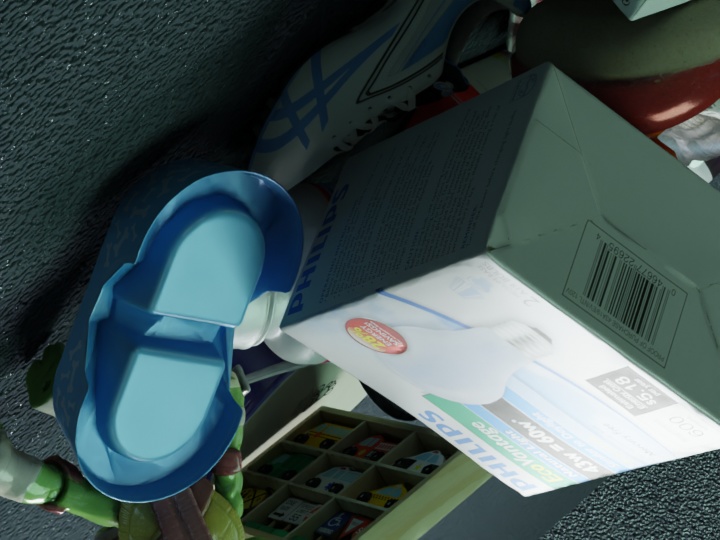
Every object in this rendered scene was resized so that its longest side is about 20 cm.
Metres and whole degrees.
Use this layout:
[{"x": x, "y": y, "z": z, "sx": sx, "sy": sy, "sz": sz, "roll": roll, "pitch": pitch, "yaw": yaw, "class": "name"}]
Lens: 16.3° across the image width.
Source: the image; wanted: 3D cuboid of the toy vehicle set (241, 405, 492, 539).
[{"x": -0.016, "y": 0.143, "z": 1.610, "sx": 0.124, "sy": 0.027, "sz": 0.200, "roll": -38, "pitch": -159, "yaw": -23, "class": "toy vehicle set"}]

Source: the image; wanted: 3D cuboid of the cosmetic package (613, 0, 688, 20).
[{"x": 0.222, "y": -0.219, "z": 1.342, "sx": 0.199, "sy": 0.052, "sz": 0.151, "roll": -23, "pitch": 159, "yaw": -48, "class": "cosmetic package"}]

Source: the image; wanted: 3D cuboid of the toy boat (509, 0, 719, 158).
[{"x": 0.157, "y": -0.091, "z": 1.435, "sx": 0.129, "sy": 0.132, "sz": 0.200, "roll": -2, "pitch": -176, "yaw": 14, "class": "toy boat"}]

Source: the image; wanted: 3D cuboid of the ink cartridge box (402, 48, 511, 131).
[{"x": 0.082, "y": -0.084, "z": 1.683, "sx": 0.199, "sy": 0.067, "sz": 0.116, "roll": -27, "pitch": 158, "yaw": -47, "class": "ink cartridge box"}]

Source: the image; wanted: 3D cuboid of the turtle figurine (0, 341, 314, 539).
[{"x": -0.134, "y": 0.114, "z": 1.538, "sx": 0.144, "sy": 0.193, "sz": 0.201, "roll": -27, "pitch": -140, "yaw": 46, "class": "turtle figurine"}]

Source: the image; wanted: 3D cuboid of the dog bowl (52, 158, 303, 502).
[{"x": -0.107, "y": 0.029, "z": 1.406, "sx": 0.111, "sy": 0.049, "sz": 0.201, "roll": 11, "pitch": 105, "yaw": -41, "class": "dog bowl"}]

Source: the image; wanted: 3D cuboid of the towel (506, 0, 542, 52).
[{"x": 0.166, "y": -0.225, "z": 1.595, "sx": 0.200, "sy": 0.030, "sz": 0.146, "roll": -40, "pitch": 167, "yaw": -9, "class": "towel"}]

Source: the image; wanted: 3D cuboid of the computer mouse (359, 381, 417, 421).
[{"x": 0.066, "y": 0.073, "z": 1.643, "sx": 0.046, "sy": 0.141, "sz": 0.200, "roll": -41, "pitch": 180, "yaw": 34, "class": "computer mouse"}]

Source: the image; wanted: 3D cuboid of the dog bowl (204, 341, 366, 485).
[{"x": -0.052, "y": 0.057, "z": 1.707, "sx": 0.200, "sy": 0.079, "sz": 0.200, "roll": -39, "pitch": 165, "yaw": -13, "class": "dog bowl"}]

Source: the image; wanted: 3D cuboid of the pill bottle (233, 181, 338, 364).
[{"x": 0.000, "y": 0.000, "z": 1.525, "sx": 0.199, "sy": 0.109, "sz": 0.109, "roll": -3, "pitch": 146, "yaw": -26, "class": "pill bottle"}]

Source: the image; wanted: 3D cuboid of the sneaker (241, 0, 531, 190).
[{"x": 0.013, "y": -0.108, "z": 1.432, "sx": 0.200, "sy": 0.073, "sz": 0.072, "roll": -43, "pitch": 167, "yaw": 7, "class": "sneaker"}]

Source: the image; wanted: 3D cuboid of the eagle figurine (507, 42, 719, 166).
[{"x": 0.203, "y": -0.130, "z": 1.633, "sx": 0.151, "sy": 0.152, "sz": 0.200, "roll": -32, "pitch": -178, "yaw": 24, "class": "eagle figurine"}]

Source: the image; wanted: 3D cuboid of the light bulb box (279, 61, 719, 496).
[{"x": 0.098, "y": 0.012, "z": 1.389, "sx": 0.200, "sy": 0.198, "sz": 0.125, "roll": -23, "pitch": -141, "yaw": 54, "class": "light bulb box"}]

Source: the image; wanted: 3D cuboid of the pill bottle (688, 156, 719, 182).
[{"x": 0.261, "y": -0.140, "z": 1.903, "sx": 0.200, "sy": 0.113, "sz": 0.112, "roll": -43, "pitch": 165, "yaw": 1, "class": "pill bottle"}]
